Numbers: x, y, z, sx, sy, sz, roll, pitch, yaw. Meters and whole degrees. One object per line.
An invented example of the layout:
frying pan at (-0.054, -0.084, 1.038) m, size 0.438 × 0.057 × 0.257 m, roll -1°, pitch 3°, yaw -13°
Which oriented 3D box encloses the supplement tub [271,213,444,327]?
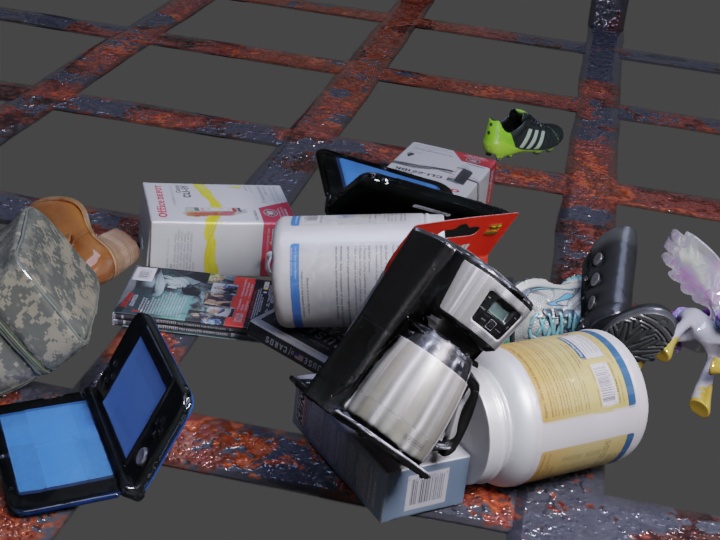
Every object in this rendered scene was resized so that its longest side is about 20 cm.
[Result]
supplement tub at (0.000, 0.000, 1.528) m, size 0.198 × 0.133 × 0.132 m, roll 0°, pitch 24°, yaw 3°

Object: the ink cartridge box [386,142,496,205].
ink cartridge box at (0.112, -0.118, 2.001) m, size 0.143 × 0.084 × 0.200 m, roll 14°, pitch 26°, yaw 15°

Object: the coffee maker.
coffee maker at (0.042, 0.065, 1.254) m, size 0.191 × 0.201 × 0.135 m, roll 31°, pitch -7°, yaw 32°

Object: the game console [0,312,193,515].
game console at (-0.274, 0.137, 1.307) m, size 0.118 × 0.172 × 0.200 m, roll 24°, pitch 13°, yaw -32°

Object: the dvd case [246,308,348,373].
dvd case at (-0.022, 0.071, 1.598) m, size 0.149 × 0.025 × 0.200 m, roll 27°, pitch 28°, yaw 24°

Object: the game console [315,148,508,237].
game console at (0.061, -0.106, 1.605) m, size 0.198 × 0.118 × 0.176 m, roll 13°, pitch -22°, yaw -22°

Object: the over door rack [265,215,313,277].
over door rack at (-0.008, -0.034, 1.693) m, size 0.198 × 0.067 × 0.148 m, roll 2°, pitch -19°, yaw -26°

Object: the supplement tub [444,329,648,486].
supplement tub at (0.182, 0.144, 1.364) m, size 0.198 × 0.146 × 0.145 m, roll -7°, pitch 27°, yaw -29°

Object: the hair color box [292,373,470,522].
hair color box at (0.017, 0.174, 1.360) m, size 0.098 × 0.061 × 0.200 m, roll -7°, pitch 28°, yaw -28°

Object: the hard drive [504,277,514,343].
hard drive at (0.114, 0.081, 1.548) m, size 0.138 × 0.038 × 0.201 m, roll -2°, pitch 35°, yaw 7°

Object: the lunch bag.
lunch bag at (-0.393, 0.046, 1.442) m, size 0.167 × 0.140 × 0.200 m, roll -36°, pitch 24°, yaw 8°

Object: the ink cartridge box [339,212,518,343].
ink cartridge box at (0.079, 0.029, 1.390) m, size 0.159 × 0.201 × 0.047 m, roll -8°, pitch 52°, yaw -41°

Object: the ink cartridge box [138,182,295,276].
ink cartridge box at (-0.197, -0.056, 1.785) m, size 0.198 × 0.084 × 0.145 m, roll 0°, pitch 25°, yaw -15°

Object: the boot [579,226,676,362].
boot at (0.320, 0.026, 1.578) m, size 0.065 × 0.165 × 0.201 m, roll 35°, pitch 45°, yaw -15°

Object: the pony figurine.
pony figurine at (0.415, 0.070, 1.613) m, size 0.192 × 0.168 × 0.199 m, roll 33°, pitch 49°, yaw 32°

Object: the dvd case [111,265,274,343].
dvd case at (-0.199, 0.041, 1.647) m, size 0.198 × 0.022 × 0.146 m, roll 8°, pitch 24°, yaw -1°

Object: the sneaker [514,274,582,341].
sneaker at (0.254, 0.056, 1.665) m, size 0.199 × 0.078 × 0.086 m, roll -13°, pitch 37°, yaw -34°

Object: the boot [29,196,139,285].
boot at (-0.405, -0.024, 1.693) m, size 0.199 × 0.077 × 0.155 m, roll 28°, pitch 35°, yaw 25°

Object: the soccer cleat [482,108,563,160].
soccer cleat at (0.298, -0.251, 2.346) m, size 0.199 × 0.082 × 0.067 m, roll -15°, pitch 32°, yaw -40°
